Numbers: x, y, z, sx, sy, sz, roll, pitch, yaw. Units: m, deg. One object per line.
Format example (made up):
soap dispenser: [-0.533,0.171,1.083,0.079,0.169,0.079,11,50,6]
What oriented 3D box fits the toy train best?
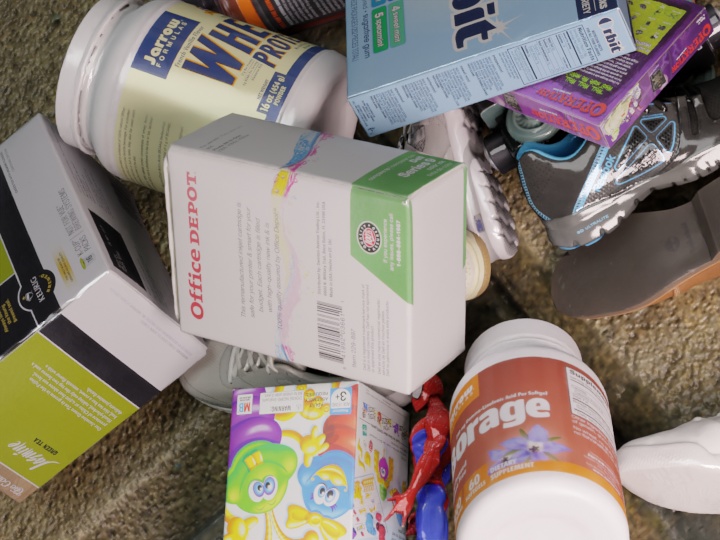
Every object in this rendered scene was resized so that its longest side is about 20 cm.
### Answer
toy train: [0.169,-0.150,1.501,0.200,0.085,0.114,-31,54,12]

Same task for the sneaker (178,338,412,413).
sneaker: [-0.055,0.062,1.521,0.199,0.092,0.076,-5,72,24]

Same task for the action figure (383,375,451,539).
action figure: [0.048,0.170,1.453,0.051,0.065,0.201,-2,69,13]

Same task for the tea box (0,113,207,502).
tea box: [-0.255,0.028,1.573,0.197,0.134,0.200,-37,46,8]

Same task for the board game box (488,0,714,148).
board game box: [0.137,-0.163,1.450,0.120,0.032,0.200,-44,44,-18]

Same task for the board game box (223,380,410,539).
board game box: [-0.032,0.191,1.461,0.103,0.105,0.201,-5,70,22]

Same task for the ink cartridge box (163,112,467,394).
ink cartridge box: [-0.031,-0.015,1.417,0.199,0.087,0.146,13,118,29]

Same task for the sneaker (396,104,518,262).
sneaker: [0.050,-0.091,1.533,0.082,0.075,0.201,-22,66,14]

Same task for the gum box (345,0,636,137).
gum box: [0.087,-0.195,1.457,0.199,0.045,0.170,-16,45,16]

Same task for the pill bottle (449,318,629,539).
pill bottle: [0.115,0.123,1.373,0.112,0.112,0.200,-24,30,15]

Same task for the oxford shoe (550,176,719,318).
oxford shoe: [0.225,-0.009,1.439,0.200,0.071,0.072,-23,63,33]

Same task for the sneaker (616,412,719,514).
sneaker: [0.269,0.109,1.382,0.199,0.075,0.089,-6,58,16]

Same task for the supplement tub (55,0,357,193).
supplement tub: [-0.115,-0.122,1.558,0.199,0.145,0.145,19,81,14]

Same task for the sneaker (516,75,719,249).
sneaker: [0.202,-0.097,1.423,0.200,0.073,0.082,-33,104,1]

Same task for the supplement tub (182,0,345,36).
supplement tub: [-0.047,-0.243,1.610,0.199,0.107,0.107,-16,67,18]

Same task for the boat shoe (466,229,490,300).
boat shoe: [0.000,0.000,1.505,0.200,0.065,0.072,0,98,41]
